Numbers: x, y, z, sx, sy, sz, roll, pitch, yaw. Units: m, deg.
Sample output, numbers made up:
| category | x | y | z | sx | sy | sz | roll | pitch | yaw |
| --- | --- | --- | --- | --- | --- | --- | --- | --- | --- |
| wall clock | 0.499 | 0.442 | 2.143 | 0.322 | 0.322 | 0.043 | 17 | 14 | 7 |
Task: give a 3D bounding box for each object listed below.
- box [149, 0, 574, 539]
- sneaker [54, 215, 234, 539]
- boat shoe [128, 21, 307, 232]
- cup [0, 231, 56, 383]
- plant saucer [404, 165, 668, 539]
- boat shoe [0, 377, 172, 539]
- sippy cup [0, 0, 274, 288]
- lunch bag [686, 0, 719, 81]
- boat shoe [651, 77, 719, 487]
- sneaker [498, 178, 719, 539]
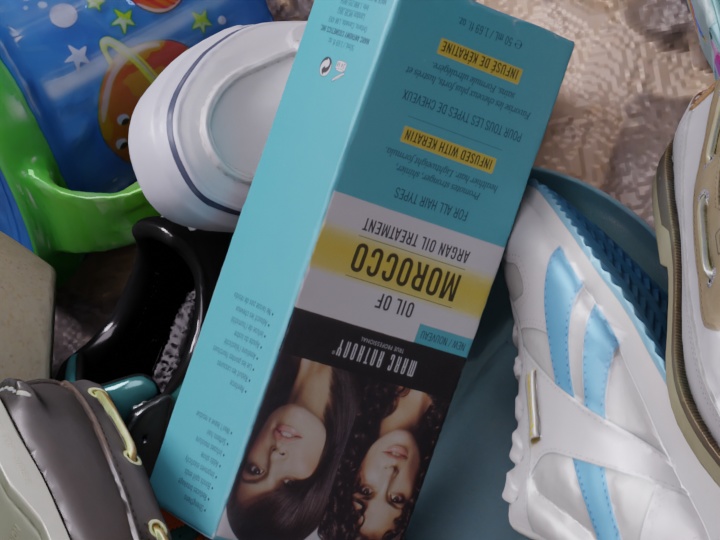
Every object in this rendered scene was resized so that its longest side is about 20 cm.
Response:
| category | x | y | z | sx | sy | sz | roll | pitch | yaw |
| --- | --- | --- | --- | --- | --- | --- | --- | --- | --- |
| box | 0.000 | 0.000 | 0.900 | 0.049 | 0.082 | 0.201 | 23 | 95 | 54 |
| sneaker | -0.085 | 0.074 | 0.939 | 0.071 | 0.080 | 0.201 | 10 | 80 | 40 |
| boat shoe | -0.002 | -0.068 | 0.956 | 0.067 | 0.200 | 0.074 | -19 | 94 | 39 |
| cup | -0.185 | 0.046 | 0.950 | 0.142 | 0.201 | 0.202 | 3 | 63 | -5 |
| plant saucer | 0.036 | 0.055 | 0.966 | 0.199 | 0.027 | 0.201 | -7 | 64 | 14 |
| boat shoe | -0.076 | 0.118 | 0.839 | 0.060 | 0.072 | 0.202 | -10 | 58 | -32 |
| sippy cup | -0.105 | -0.082 | 1.024 | 0.130 | 0.140 | 0.178 | -31 | 79 | -17 |
| lunch bag | 0.197 | -0.154 | 1.011 | 0.159 | 0.077 | 0.201 | -15 | 67 | 5 |
| boat shoe | 0.139 | 0.004 | 0.842 | 0.074 | 0.069 | 0.201 | 5 | 42 | -17 |
| sneaker | 0.082 | 0.052 | 0.895 | 0.081 | 0.076 | 0.201 | -37 | 51 | 18 |
